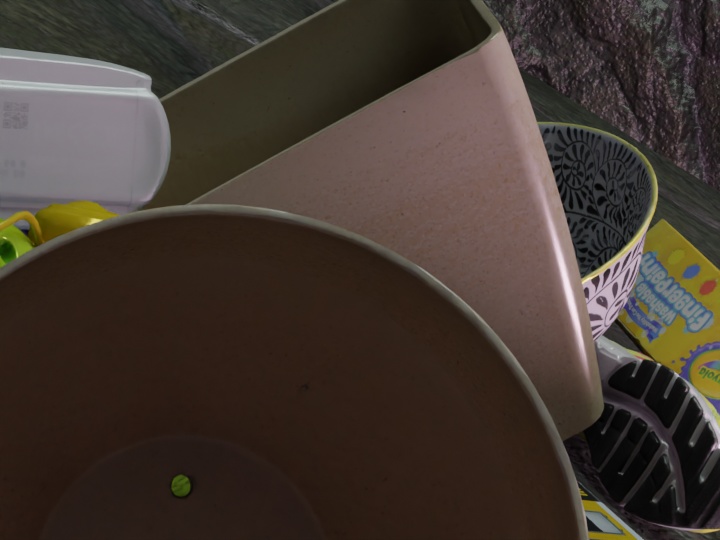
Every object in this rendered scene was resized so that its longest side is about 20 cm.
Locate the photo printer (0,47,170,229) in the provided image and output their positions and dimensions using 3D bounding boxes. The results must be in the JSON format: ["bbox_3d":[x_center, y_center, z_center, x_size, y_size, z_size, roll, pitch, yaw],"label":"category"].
[{"bbox_3d":[-0.188,-0.058,0.986,0.166,0.070,0.200,2,5,-26],"label":"photo printer"}]

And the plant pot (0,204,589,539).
[{"bbox_3d":[-0.046,0.091,0.691,0.200,0.201,0.134,30,-11,-3],"label":"plant pot"}]

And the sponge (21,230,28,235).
[{"bbox_3d":[-0.159,-0.044,1.259,0.111,0.030,0.200,28,13,-12],"label":"sponge"}]

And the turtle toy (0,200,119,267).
[{"bbox_3d":[-0.157,0.036,0.742,0.101,0.147,0.200,13,0,33],"label":"turtle toy"}]

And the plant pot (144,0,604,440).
[{"bbox_3d":[0.000,0.000,1.050,0.178,0.199,0.200,60,4,-18],"label":"plant pot"}]

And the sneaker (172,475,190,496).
[{"bbox_3d":[-0.146,0.038,0.908,0.200,0.076,0.105,36,-1,-15],"label":"sneaker"}]

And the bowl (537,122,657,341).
[{"bbox_3d":[0.079,0.006,1.400,0.201,0.200,0.095,-130,-159,-56],"label":"bowl"}]

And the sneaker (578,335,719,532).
[{"bbox_3d":[0.172,0.090,1.416,0.090,0.078,0.200,26,13,-36],"label":"sneaker"}]

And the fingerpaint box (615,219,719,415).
[{"bbox_3d":[0.250,0.079,1.539,0.167,0.073,0.200,47,3,-29],"label":"fingerpaint box"}]

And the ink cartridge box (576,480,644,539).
[{"bbox_3d":[0.058,0.131,0.835,0.175,0.084,0.200,4,20,-30],"label":"ink cartridge box"}]
